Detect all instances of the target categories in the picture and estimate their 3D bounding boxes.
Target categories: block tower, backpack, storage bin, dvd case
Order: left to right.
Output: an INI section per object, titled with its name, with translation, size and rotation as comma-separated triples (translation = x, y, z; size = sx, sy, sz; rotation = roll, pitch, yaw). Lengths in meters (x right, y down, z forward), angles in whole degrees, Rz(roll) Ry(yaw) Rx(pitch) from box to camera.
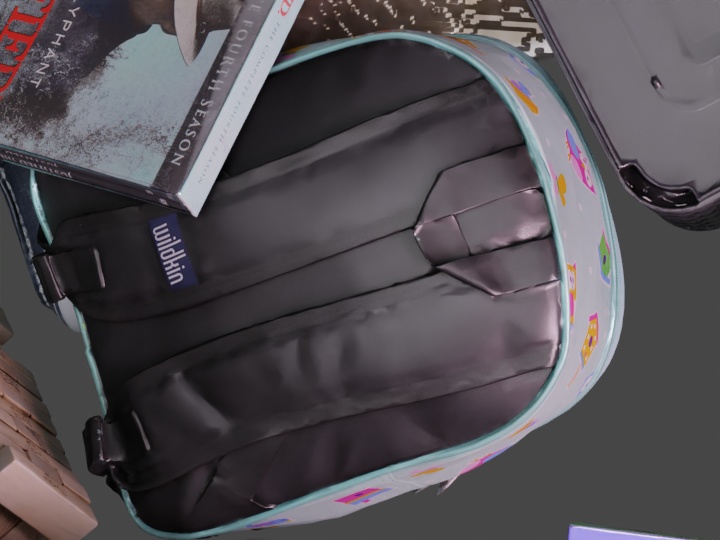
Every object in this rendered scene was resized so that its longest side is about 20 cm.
[block tower]
translation = -0.167, 0.037, 1.083
size = 0.058, 0.054, 0.200
rotation = -41, 44, 8
[dvd case]
translation = -0.114, -0.108, 1.043
size = 0.199, 0.022, 0.147
rotation = 17, 71, 28
[backpack]
translation = 0.000, 0.000, 1.045
size = 0.199, 0.153, 0.177
rotation = -19, 82, 27
[storage bin]
translation = 0.129, -0.129, 1.059
size = 0.135, 0.094, 0.201
rotation = -28, 81, 10

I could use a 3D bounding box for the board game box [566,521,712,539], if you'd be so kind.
[board game box]
translation = 0.171, 0.175, 1.060
size = 0.199, 0.029, 0.135
rotation = 6, 88, 13

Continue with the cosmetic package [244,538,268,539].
[cosmetic package]
translation = -0.037, 0.153, 1.021
size = 0.071, 0.200, 0.102
rotation = 2, 87, 13

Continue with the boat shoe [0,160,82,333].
[boat shoe]
translation = -0.149, -0.070, 1.127
size = 0.090, 0.071, 0.201
rotation = -9, 89, 15
